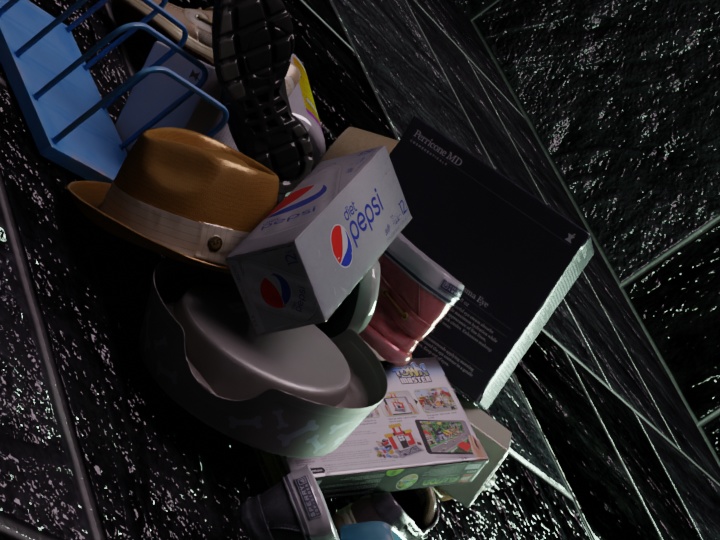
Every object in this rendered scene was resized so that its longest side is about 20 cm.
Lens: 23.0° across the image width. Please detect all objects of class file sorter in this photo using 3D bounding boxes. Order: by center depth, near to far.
[{"bbox_3d":[-0.215,-0.184,1.474,0.139,0.122,0.201,31,27,-59],"label":"file sorter"}]

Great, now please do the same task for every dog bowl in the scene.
[{"bbox_3d":[-0.079,0.067,1.344,0.199,0.059,0.200,27,18,-9],"label":"dog bowl"}]

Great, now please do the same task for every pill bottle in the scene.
[{"bbox_3d":[-0.099,-0.170,1.857,0.104,0.104,0.201,45,17,-33],"label":"pill bottle"}]

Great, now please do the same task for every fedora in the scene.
[{"bbox_3d":[-0.128,-0.061,1.395,0.199,0.083,0.201,19,11,-4],"label":"fedora"}]

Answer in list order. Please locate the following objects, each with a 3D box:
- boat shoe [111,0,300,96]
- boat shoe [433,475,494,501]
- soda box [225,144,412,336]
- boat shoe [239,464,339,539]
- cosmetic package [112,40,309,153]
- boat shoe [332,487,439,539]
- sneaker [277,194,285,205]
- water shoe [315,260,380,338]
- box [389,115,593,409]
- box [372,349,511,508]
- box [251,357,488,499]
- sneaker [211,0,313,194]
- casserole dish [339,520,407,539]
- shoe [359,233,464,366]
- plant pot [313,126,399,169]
[{"bbox_3d":[-0.153,-0.224,1.750,0.199,0.065,0.072,31,-29,7],"label":"boat shoe"},{"bbox_3d":[0.047,0.149,1.685,0.200,0.071,0.076,50,23,-19],"label":"boat shoe"},{"bbox_3d":[-0.028,-0.027,1.364,0.069,0.063,0.200,68,28,-17],"label":"soda box"},{"bbox_3d":[-0.048,0.200,1.262,0.200,0.067,0.072,78,-9,-66],"label":"boat shoe"},{"bbox_3d":[-0.134,-0.125,1.613,0.071,0.102,0.200,28,1,25],"label":"cosmetic package"},{"bbox_3d":[0.037,0.206,1.525,0.072,0.065,0.200,59,15,11],"label":"boat shoe"},{"bbox_3d":[-0.100,-0.022,1.601,0.201,0.059,0.105,81,26,-53],"label":"sneaker"},{"bbox_3d":[-0.056,0.022,1.471,0.078,0.199,0.072,13,77,-28],"label":"water shoe"},{"bbox_3d":[0.084,-0.005,1.625,0.199,0.183,0.104,35,-1,12],"label":"box"},{"bbox_3d":[0.037,0.121,1.586,0.199,0.069,0.082,36,10,3],"label":"box"},{"bbox_3d":[0.001,0.128,1.450,0.198,0.035,0.111,-1,50,-36],"label":"box"},{"bbox_3d":[-0.096,-0.160,1.493,0.079,0.075,0.202,40,-34,50],"label":"sneaker"},{"bbox_3d":[0.040,0.263,1.392,0.200,0.039,0.122,53,12,-57],"label":"casserole dish"},{"bbox_3d":[0.000,0.000,1.521,0.071,0.091,0.200,31,7,-46],"label":"shoe"},{"bbox_3d":[0.042,-0.048,1.773,0.199,0.188,0.187,36,13,4],"label":"plant pot"}]
